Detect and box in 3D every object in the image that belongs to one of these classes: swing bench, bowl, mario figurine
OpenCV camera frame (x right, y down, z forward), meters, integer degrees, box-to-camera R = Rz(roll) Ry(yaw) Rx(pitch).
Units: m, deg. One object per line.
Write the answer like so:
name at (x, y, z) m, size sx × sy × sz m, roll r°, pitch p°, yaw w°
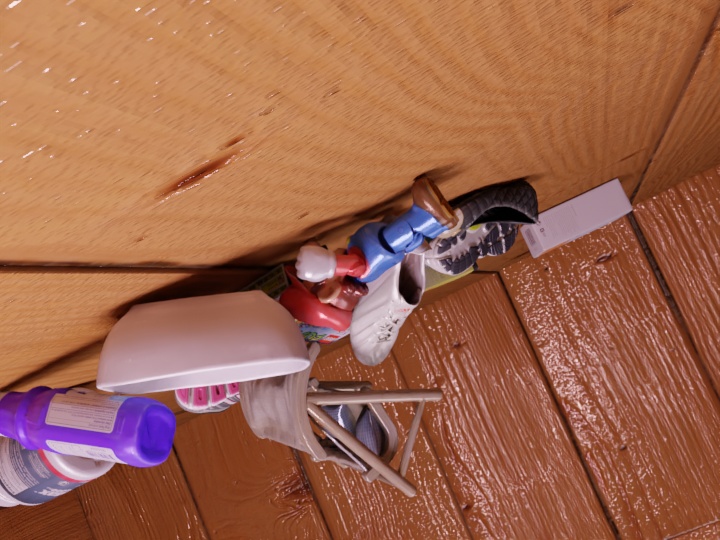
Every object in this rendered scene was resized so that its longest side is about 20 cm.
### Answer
swing bench at (-0.041, 0.175, 0.995) m, size 0.197 × 0.132 × 0.198 m, roll 23°, pitch 167°, yaw -24°
bowl at (-0.150, 0.072, 0.789) m, size 0.196 × 0.076 × 0.200 m, roll -6°, pitch 170°, yaw -5°
mario figurine at (-0.005, -0.027, 0.803) m, size 0.199 × 0.107 × 0.123 m, roll -36°, pitch 134°, yaw 9°

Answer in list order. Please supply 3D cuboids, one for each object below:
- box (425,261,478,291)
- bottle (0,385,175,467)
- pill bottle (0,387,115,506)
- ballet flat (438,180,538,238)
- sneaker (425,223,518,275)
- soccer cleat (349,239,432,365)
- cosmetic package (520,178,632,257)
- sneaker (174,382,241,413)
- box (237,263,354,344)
box at (0.075, -0.001, 1.155) m, size 0.198 × 0.076 × 0.050 m, roll -21°, pitch 173°, yaw -34°
bottle at (-0.290, 0.156, 0.819) m, size 0.196 × 0.067 × 0.084 m, roll 3°, pitch 161°, yaw 20°
pill bottle at (-0.424, 0.246, 1.077) m, size 0.198 × 0.121 × 0.119 m, roll -29°, pitch 172°, yaw 31°
ballet flat at (0.166, -0.071, 1.018) m, size 0.198 × 0.058 × 0.066 m, roll -19°, pitch 170°, yaw -40°
sneaker at (0.147, -0.054, 1.106) m, size 0.198 × 0.079 × 0.079 m, roll -21°, pitch -161°, yaw -38°
soccer cleat at (0.033, 0.039, 0.925) m, size 0.069 × 0.077 × 0.203 m, roll -20°, pitch 133°, yaw -38°
cosmetic package at (0.431, -0.103, 1.609) m, size 0.197 × 0.072 × 0.101 m, roll -25°, pitch 173°, yaw -2°
sneaker at (-0.169, 0.147, 1.098) m, size 0.197 × 0.075 × 0.087 m, roll -15°, pitch 170°, yaw -32°
box at (-0.062, 0.045, 0.963) m, size 0.109 × 0.035 × 0.199 m, roll -30°, pitch 155°, yaw 29°
